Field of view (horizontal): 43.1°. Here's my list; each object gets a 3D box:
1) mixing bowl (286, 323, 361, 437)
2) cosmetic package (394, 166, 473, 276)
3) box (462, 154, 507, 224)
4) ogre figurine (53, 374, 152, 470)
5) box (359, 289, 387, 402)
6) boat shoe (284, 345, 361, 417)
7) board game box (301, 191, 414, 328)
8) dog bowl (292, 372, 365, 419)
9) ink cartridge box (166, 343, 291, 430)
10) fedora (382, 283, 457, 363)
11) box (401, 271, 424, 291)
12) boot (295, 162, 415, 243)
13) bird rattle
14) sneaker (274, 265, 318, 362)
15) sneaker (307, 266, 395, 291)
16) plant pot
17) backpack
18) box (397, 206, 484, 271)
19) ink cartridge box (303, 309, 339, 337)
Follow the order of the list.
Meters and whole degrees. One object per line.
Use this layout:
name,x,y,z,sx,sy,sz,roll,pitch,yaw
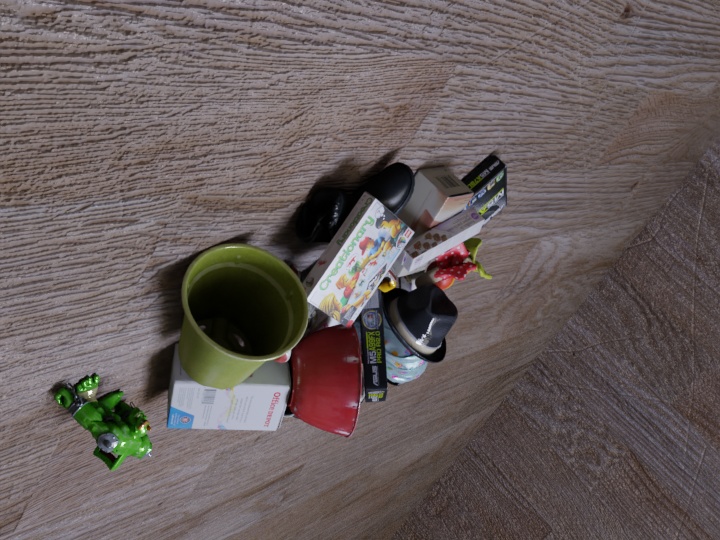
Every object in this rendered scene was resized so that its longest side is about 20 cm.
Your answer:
mixing bowl,-0.072,0.186,1.575,0.107,0.202,0.201,3,140,-14
cosmetic package,0.120,-0.095,1.772,0.103,0.087,0.201,-17,145,-50
box,0.231,-0.131,1.957,0.200,0.048,0.194,-40,156,-9
ogre figurine,-0.391,0.242,1.432,0.098,0.120,0.201,-36,157,-19
box,0.024,0.143,1.755,0.044,0.203,0.160,-3,165,-2
boat shoe,-0.076,0.202,1.703,0.200,0.072,0.068,-41,174,1
board game box,-0.007,-0.015,1.509,0.126,0.035,0.201,35,89,-47
dog bowl,-0.084,0.208,1.825,0.199,0.199,0.075,-27,133,-35
ink cartridge box,-0.228,0.204,1.572,0.197,0.085,0.145,5,138,-15
fedora,0.132,0.087,1.819,0.091,0.202,0.200,-42,160,23
box,0.114,0.014,1.995,0.041,0.039,0.201,-38,157,-15
boot,-0.007,-0.113,1.535,0.200,0.077,0.168,-43,162,13
bird rattle,0.187,0.006,1.897,0.162,0.113,0.200,-31,179,29
sneaker,-0.109,0.077,1.548,0.078,0.082,0.201,-51,-162,40
sneaker,-0.008,0.011,1.598,0.198,0.083,0.078,-10,165,-41
plant pot,-0.205,0.092,1.435,0.199,0.201,0.185,-26,163,-37
backpack,0.061,0.143,1.935,0.166,0.200,0.127,-34,156,-22
box,0.153,-0.060,1.723,0.199,0.039,0.042,-29,154,-32
ink cartridge box,-0.106,0.096,1.697,0.199,0.085,0.145,-39,159,-17
